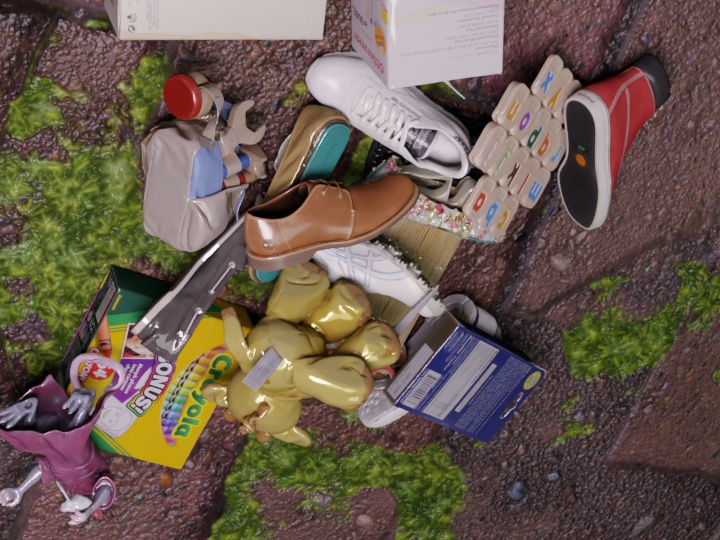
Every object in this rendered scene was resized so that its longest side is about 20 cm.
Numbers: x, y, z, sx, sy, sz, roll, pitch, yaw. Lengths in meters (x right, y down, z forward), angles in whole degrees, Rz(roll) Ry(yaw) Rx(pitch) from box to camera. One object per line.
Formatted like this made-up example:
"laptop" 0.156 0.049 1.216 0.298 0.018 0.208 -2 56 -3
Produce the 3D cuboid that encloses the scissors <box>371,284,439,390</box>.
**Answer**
"scissors" 0.025 0.077 1.535 0.073 0.014 0.200 7 140 -15

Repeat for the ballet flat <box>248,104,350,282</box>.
"ballet flat" -0.075 -0.084 1.480 0.069 0.063 0.200 17 105 -51

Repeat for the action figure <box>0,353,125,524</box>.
"action figure" -0.316 0.195 1.512 0.149 0.134 0.200 -58 150 -31

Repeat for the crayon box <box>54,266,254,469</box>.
"crayon box" -0.239 0.113 1.562 0.172 0.058 0.200 20 111 -29

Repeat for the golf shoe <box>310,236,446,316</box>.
"golf shoe" 0.000 0.000 1.535 0.200 0.078 0.097 39 94 1

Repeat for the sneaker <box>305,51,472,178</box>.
"sneaker" 0.034 -0.164 1.467 0.200 0.081 0.076 27 114 -12

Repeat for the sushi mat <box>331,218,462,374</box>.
"sushi mat" 0.040 0.015 1.590 0.096 0.012 0.200 33 84 -29

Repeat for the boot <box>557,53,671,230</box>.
"boot" 0.301 -0.147 1.603 0.144 0.072 0.200 -32 142 -25

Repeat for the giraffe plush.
"giraffe plush" -0.078 0.111 1.482 0.200 0.173 0.162 -28 160 -38

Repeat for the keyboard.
"keyboard" 0.110 -0.131 1.556 0.200 0.040 0.104 7 117 -25

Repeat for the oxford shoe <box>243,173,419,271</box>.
"oxford shoe" -0.027 -0.065 1.433 0.200 0.071 0.071 -22 123 -22

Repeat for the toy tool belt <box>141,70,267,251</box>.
"toy tool belt" -0.156 -0.124 1.434 0.123 0.125 0.200 -31 140 -48

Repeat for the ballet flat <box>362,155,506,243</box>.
"ballet flat" 0.095 -0.079 1.550 0.200 0.076 0.064 13 125 -33

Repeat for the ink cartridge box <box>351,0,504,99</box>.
"ink cartridge box" 0.065 -0.279 1.396 0.125 0.129 0.200 -10 122 -14

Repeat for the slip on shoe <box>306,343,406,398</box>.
"slip on shoe" -0.047 0.097 1.610 0.200 0.061 0.076 -8 119 -23

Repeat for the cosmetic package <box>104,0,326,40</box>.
"cosmetic package" -0.140 -0.272 1.342 0.200 0.104 0.073 -2 121 -18

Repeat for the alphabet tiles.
"alphabet tiles" 0.177 -0.135 1.521 0.196 0.015 0.200 -61 153 1

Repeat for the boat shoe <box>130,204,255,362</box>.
"boat shoe" -0.162 0.014 1.490 0.057 0.067 0.200 45 67 -10

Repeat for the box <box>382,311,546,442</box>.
"box" 0.125 0.130 1.631 0.121 0.032 0.200 -51 138 9

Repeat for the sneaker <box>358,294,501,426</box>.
"sneaker" 0.083 0.123 1.673 0.200 0.076 0.080 -43 133 10
